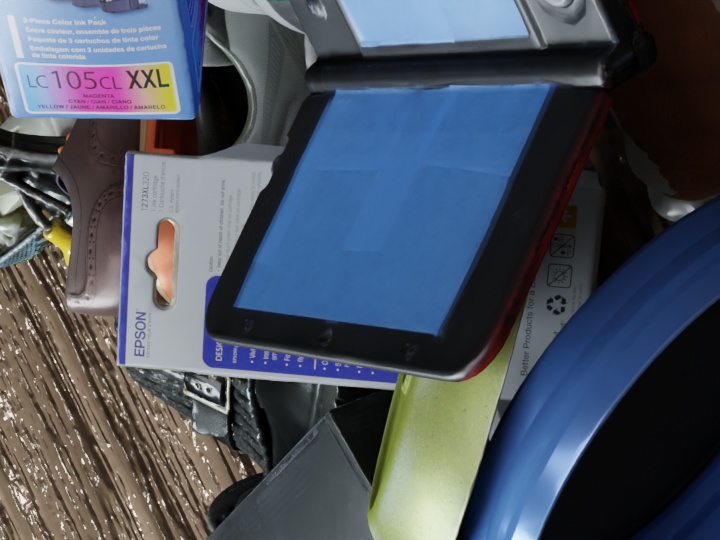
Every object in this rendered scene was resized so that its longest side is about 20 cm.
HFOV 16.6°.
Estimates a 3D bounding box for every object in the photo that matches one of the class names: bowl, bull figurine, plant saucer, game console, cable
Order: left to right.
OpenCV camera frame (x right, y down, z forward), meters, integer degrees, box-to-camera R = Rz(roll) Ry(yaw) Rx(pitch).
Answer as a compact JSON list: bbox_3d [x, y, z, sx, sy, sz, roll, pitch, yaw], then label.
[{"bbox_3d":[-0.158,-0.043,1.204,0.097,0.199,0.051,-44,37,37],"label":"cable"},{"bbox_3d":[-0.006,-0.071,0.846,0.200,0.119,0.173,5,127,59],"label":"game console"},{"bbox_3d":[0.036,0.022,0.911,0.031,0.200,0.201,15,128,-1],"label":"plant saucer"},{"bbox_3d":[0.117,0.055,0.892,0.039,0.200,0.201,40,134,30],"label":"bowl"},{"bbox_3d":[0.123,-0.092,0.881,0.121,0.200,0.065,-31,39,18],"label":"bull figurine"}]

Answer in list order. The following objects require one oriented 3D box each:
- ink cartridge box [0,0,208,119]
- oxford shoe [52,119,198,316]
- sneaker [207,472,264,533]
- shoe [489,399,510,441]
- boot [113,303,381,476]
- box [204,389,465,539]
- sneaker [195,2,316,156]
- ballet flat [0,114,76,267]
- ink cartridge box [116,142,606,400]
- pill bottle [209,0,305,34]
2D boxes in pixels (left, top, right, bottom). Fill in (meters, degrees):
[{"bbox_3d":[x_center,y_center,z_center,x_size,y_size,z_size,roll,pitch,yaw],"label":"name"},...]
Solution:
[{"bbox_3d":[-0.099,-0.167,0.869,0.200,0.076,0.137,83,-174,-53],"label":"ink cartridge box"},{"bbox_3d":[-0.111,-0.070,1.139,0.072,0.071,0.201,-14,55,14],"label":"oxford shoe"},{"bbox_3d":[0.003,0.183,1.200,0.200,0.076,0.091,43,146,34],"label":"sneaker"},{"bbox_3d":[0.118,0.134,1.032,0.200,0.071,0.091,42,136,28],"label":"shoe"},{"bbox_3d":[-0.039,0.018,1.151,0.158,0.079,0.212,42,135,28],"label":"boot"},{"bbox_3d":[0.003,0.181,1.089,0.194,0.047,0.200,58,140,13],"label":"box"},{"bbox_3d":[-0.056,-0.136,1.101,0.074,0.079,0.201,0,106,51],"label":"sneaker"},{"bbox_3d":[-0.170,-0.051,1.279,0.074,0.074,0.200,58,140,11],"label":"ballet flat"},{"bbox_3d":[0.000,0.000,1.028,0.199,0.037,0.095,4,106,0],"label":"ink cartridge box"},{"bbox_3d":[0.017,-0.147,0.983,0.199,0.113,0.114,8,113,47],"label":"pill bottle"}]
